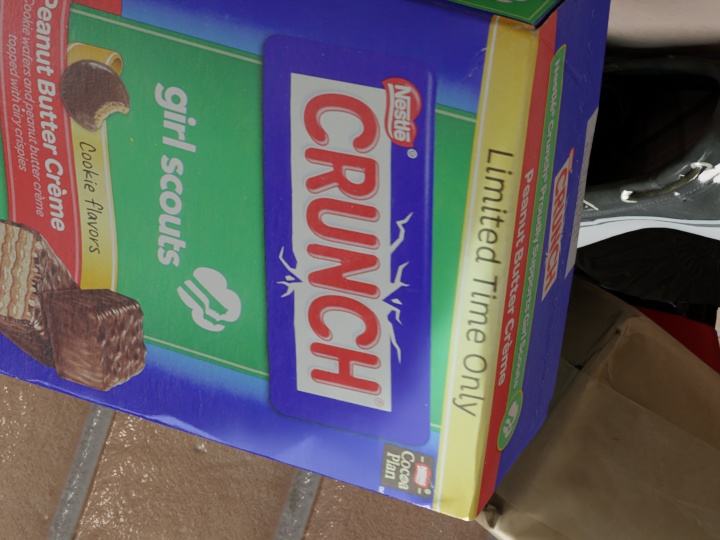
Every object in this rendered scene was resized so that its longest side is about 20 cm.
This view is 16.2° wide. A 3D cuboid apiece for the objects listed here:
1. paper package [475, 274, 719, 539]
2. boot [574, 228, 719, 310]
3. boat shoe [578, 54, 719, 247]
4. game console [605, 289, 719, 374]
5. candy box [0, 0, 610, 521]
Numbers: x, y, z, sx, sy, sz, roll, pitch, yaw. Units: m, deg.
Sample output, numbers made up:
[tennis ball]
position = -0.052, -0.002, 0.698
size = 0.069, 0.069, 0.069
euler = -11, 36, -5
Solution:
[paper package]
position = 0.127, 0.096, 1.043
size = 0.200, 0.104, 0.191
euler = 38, 180, -15
[boot]
position = 0.108, -0.025, 1.128
size = 0.164, 0.066, 0.200
euler = 21, 180, -21
[boat shoe]
position = 0.085, -0.047, 0.880
size = 0.057, 0.069, 0.200
euler = 29, 166, -31
[game console]
position = 0.069, 0.050, 1.249
size = 0.199, 0.119, 0.172
euler = 13, 156, -8
[candy box]
position = -0.036, -0.034, 0.760
size = 0.199, 0.170, 0.077
euler = 15, -147, 16
